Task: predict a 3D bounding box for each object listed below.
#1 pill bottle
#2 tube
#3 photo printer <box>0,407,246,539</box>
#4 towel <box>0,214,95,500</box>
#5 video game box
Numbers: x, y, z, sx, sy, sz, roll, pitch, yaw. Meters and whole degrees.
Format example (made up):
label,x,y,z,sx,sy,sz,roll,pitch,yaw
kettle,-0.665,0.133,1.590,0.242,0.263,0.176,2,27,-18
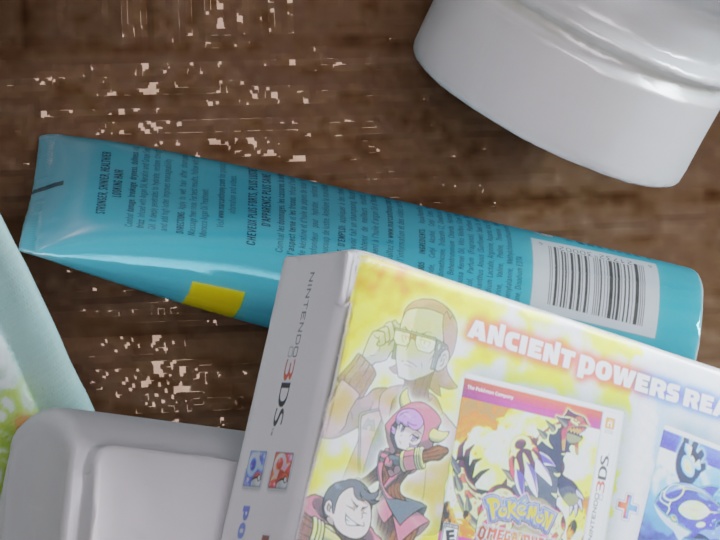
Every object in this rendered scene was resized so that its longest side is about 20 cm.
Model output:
label,x,y,z,sx,sy,sz,roll,pitch,yaw
pill bottle,0.097,-0.131,0.820,0.114,0.114,0.201,25,106,-6
tube,0.000,0.000,0.847,0.199,0.077,0.051,15,110,-9
photo printer,-0.010,0.132,0.808,0.199,0.069,0.167,10,85,-30
towel,-0.165,0.042,0.786,0.171,0.048,0.201,-27,122,-9
video game box,0.050,0.107,0.776,0.199,0.047,0.183,18,82,-30
